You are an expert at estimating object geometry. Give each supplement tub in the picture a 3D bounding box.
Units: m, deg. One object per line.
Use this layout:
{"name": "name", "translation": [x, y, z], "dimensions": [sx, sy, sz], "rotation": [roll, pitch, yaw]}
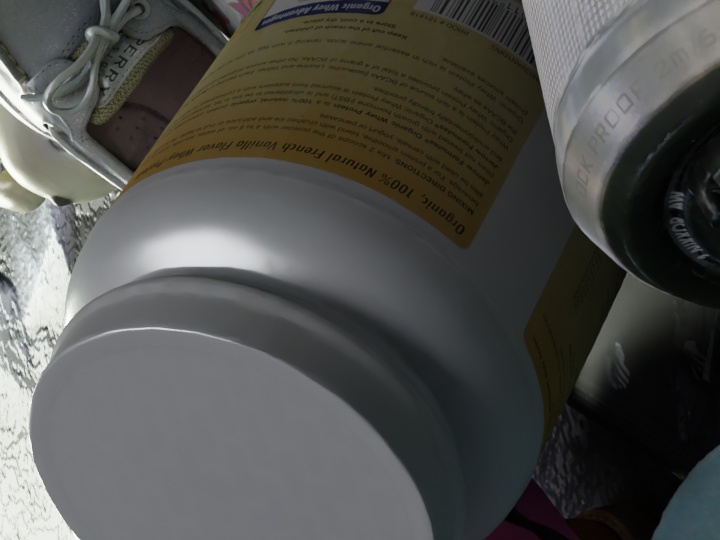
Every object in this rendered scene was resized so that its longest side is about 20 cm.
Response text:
{"name": "supplement tub", "translation": [0.000, 0.000, 0.742], "dimensions": [0.144, 0.200, 0.144], "rotation": [15, 134, 16]}

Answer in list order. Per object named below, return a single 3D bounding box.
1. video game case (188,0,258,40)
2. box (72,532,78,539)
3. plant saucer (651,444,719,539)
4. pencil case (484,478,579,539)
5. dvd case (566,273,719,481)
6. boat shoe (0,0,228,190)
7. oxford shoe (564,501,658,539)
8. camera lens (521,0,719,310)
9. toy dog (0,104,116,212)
{"name": "video game case", "translation": [-0.040, -0.091, 0.919], "dimensions": [0.182, 0.023, 0.200], "rotation": [32, 161, 49]}
{"name": "box", "translation": [-0.035, 0.110, 1.007], "dimensions": [0.200, 0.097, 0.124], "rotation": [57, 141, 36]}
{"name": "plant saucer", "translation": [0.148, 0.137, 0.691], "dimensions": [0.201, 0.039, 0.201], "rotation": [22, 116, 57]}
{"name": "pencil case", "translation": [0.019, 0.100, 0.793], "dimensions": [0.200, 0.094, 0.091], "rotation": [48, 126, 56]}
{"name": "dvd case", "translation": [0.098, -0.041, 0.820], "dimensions": [0.150, 0.025, 0.200], "rotation": [34, 124, 52]}
{"name": "boat shoe", "translation": [-0.068, -0.057, 0.904], "dimensions": [0.202, 0.074, 0.065], "rotation": [45, 168, -19]}
{"name": "oxford shoe", "translation": [0.043, 0.167, 0.900], "dimensions": [0.071, 0.071, 0.200], "rotation": [47, 131, 41]}
{"name": "camera lens", "translation": [0.114, -0.100, 0.624], "dimensions": [0.160, 0.160, 0.200], "rotation": [128, 139, -51]}
{"name": "toy dog", "translation": [-0.137, -0.110, 1.123], "dimensions": [0.194, 0.140, 0.200], "rotation": [-45, 47, 9]}
